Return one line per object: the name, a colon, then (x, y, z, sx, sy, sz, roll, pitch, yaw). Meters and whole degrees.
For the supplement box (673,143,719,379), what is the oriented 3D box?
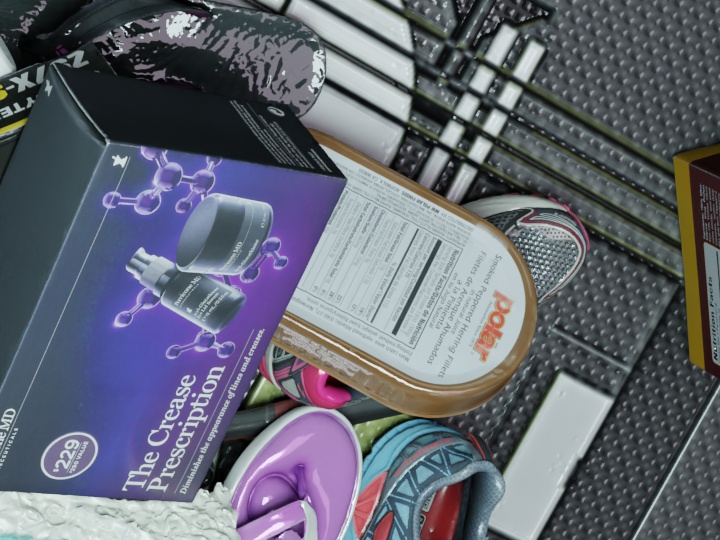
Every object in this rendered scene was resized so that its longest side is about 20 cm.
supplement box: (0.314, -0.003, 1.395, 0.197, 0.200, 0.133, -14, 111, -19)

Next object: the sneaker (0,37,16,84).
sneaker: (-0.268, -0.144, 1.176, 0.118, 0.074, 0.201, -33, 110, 0)

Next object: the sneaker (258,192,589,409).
sneaker: (0.042, 0.025, 1.359, 0.200, 0.075, 0.081, -27, 114, -14)

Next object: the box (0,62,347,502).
box: (-0.115, 0.011, 1.199, 0.141, 0.079, 0.200, 9, 119, -35)

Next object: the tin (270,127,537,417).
tin: (0.000, 0.000, 1.300, 0.200, 0.042, 0.112, 28, 72, -2)

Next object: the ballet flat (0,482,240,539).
ballet flat: (-0.154, 0.122, 1.269, 0.199, 0.072, 0.072, 14, 100, -22)

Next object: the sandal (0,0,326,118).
sandal: (-0.108, -0.116, 1.264, 0.200, 0.048, 0.076, 4, 102, -22)

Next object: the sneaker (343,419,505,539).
sneaker: (0.023, 0.183, 1.365, 0.079, 0.095, 0.201, 20, 84, -34)

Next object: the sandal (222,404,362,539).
sandal: (-0.055, 0.169, 1.332, 0.082, 0.050, 0.203, 37, 82, -31)

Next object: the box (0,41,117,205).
box: (-0.179, 0.001, 1.237, 0.159, 0.049, 0.200, -22, 133, -14)

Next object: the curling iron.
curling iron: (-0.041, 0.088, 1.371, 0.199, 0.026, 0.050, -15, 136, -24)
